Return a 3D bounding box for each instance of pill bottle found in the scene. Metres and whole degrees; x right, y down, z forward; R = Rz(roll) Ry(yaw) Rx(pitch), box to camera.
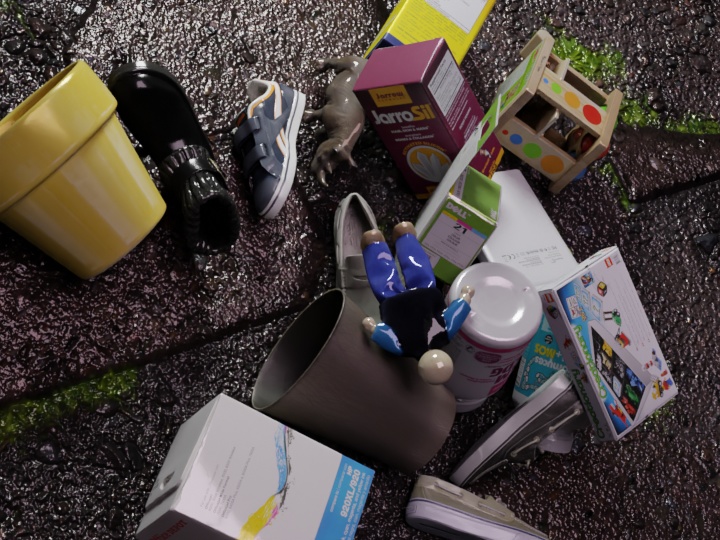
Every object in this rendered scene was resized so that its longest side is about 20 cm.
[{"bbox_3d":[0.140,0.087,1.622,0.113,0.200,0.114,6,58,-9],"label":"pill bottle"},{"bbox_3d":[0.258,0.126,1.694,0.110,0.111,0.201,10,98,-23],"label":"pill bottle"}]

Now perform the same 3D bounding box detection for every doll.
[{"bbox_3d":[0.064,0.039,1.515,0.136,0.049,0.201,-13,59,-6],"label":"doll"}]

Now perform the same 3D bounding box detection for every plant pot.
[{"bbox_3d":[-0.327,-0.101,1.497,0.189,0.200,0.201,50,55,-19],"label":"plant pot"}]

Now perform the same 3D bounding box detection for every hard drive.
[{"bbox_3d":[0.205,-0.047,1.793,0.131,0.026,0.201,-10,56,-29],"label":"hard drive"}]

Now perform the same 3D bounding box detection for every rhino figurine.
[{"bbox_3d":[-0.029,-0.196,1.729,0.060,0.087,0.201,40,51,-44],"label":"rhino figurine"}]

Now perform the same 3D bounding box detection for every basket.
[{"bbox_3d":[0.002,0.143,1.575,0.199,0.180,0.136,34,26,-20],"label":"basket"}]

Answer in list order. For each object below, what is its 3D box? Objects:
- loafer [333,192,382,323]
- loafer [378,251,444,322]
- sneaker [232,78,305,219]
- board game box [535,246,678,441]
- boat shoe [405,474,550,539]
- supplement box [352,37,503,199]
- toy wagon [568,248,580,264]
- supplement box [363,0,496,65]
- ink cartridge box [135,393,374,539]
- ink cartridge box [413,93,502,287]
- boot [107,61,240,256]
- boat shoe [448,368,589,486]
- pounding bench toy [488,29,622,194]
[{"bbox_3d":[0.000,0.000,1.670,0.069,0.070,0.201,-10,70,-6],"label":"loafer"},{"bbox_3d":[0.079,0.018,1.675,0.200,0.069,0.076,-70,146,-52],"label":"loafer"},{"bbox_3d":[-0.124,-0.156,1.680,0.079,0.078,0.201,22,49,-22],"label":"sneaker"},{"bbox_3d":[0.299,0.088,1.606,0.126,0.035,0.201,-28,98,-33],"label":"board game box"},{"bbox_3d":[0.151,0.303,1.621,0.199,0.072,0.062,22,63,-14],"label":"boat shoe"},{"bbox_3d":[0.090,-0.193,1.728,0.200,0.110,0.086,56,47,-36],"label":"supplement box"},{"bbox_3d":[0.262,0.064,1.800,0.199,0.040,0.156,-22,79,-31],"label":"toy wagon"},{"bbox_3d":[0.091,-0.326,1.841,0.109,0.109,0.201,36,58,-9],"label":"supplement box"},{"bbox_3d":[-0.117,0.256,1.462,0.199,0.147,0.145,29,59,-13],"label":"ink cartridge box"},{"bbox_3d":[0.141,-0.098,1.625,0.076,0.200,0.148,32,22,-5],"label":"ink cartridge box"},{"bbox_3d":[-0.211,-0.129,1.541,0.211,0.079,0.158,53,13,-47],"label":"boot"},{"bbox_3d":[0.194,0.208,1.626,0.064,0.200,0.071,48,15,2],"label":"boat shoe"},{"bbox_3d":[0.285,-0.236,1.887,0.156,0.124,0.201,33,49,-11],"label":"pounding bench toy"}]
